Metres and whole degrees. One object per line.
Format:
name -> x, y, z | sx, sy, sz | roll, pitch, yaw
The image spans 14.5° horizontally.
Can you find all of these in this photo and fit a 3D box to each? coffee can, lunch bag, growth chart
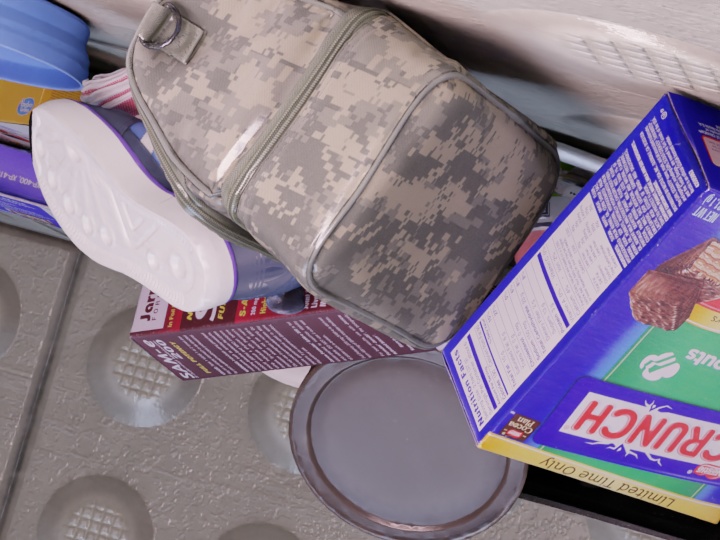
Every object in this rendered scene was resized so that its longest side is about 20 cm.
coffee can -> 0.049, 0.055, 1.760 | 0.146, 0.147, 0.200 | 16, -148, 5
lunch bag -> -0.014, -0.066, 1.436 | 0.168, 0.140, 0.200 | 39, -175, 27
growth chart -> 0.106, -0.065, 1.721 | 0.144, 0.018, 0.200 | 17, 175, 1

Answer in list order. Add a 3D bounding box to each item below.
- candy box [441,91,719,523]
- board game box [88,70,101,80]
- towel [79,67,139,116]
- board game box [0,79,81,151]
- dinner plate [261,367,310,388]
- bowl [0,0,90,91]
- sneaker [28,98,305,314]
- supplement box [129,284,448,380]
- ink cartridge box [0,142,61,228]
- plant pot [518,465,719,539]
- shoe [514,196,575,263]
candy box -> 0.168, 0.024, 1.444 | 0.169, 0.200, 0.077 | 18, -142, -31
board game box -> -0.122, -0.107, 1.993 | 0.199, 0.024, 0.105 | 15, 173, 13
towel -> -0.048, -0.085, 1.656 | 0.200, 0.030, 0.146 | 24, 153, -30
board game box -> -0.204, -0.102, 1.952 | 0.153, 0.040, 0.200 | 20, 175, -35
dinner plate -> 0.000, 0.000, 1.941 | 0.200, 0.200, 0.024 | 14, 144, 24
bowl -> -0.259, -0.159, 1.735 | 0.200, 0.039, 0.201 | 16, 176, 1
sneaker -> -0.082, -0.051, 1.615 | 0.146, 0.081, 0.200 | -20, -141, -32
supplement box -> -0.032, -0.003, 1.662 | 0.200, 0.109, 0.061 | -9, 146, 34
ink cartridge box -> -0.210, -0.054, 2.010 | 0.198, 0.044, 0.200 | 16, 178, 9
plant pot -> 0.199, 0.060, 1.921 | 0.199, 0.201, 0.177 | 14, -171, 23
shoe -> 0.166, 0.009, 1.718 | 0.200, 0.091, 0.071 | 5, 172, -44
